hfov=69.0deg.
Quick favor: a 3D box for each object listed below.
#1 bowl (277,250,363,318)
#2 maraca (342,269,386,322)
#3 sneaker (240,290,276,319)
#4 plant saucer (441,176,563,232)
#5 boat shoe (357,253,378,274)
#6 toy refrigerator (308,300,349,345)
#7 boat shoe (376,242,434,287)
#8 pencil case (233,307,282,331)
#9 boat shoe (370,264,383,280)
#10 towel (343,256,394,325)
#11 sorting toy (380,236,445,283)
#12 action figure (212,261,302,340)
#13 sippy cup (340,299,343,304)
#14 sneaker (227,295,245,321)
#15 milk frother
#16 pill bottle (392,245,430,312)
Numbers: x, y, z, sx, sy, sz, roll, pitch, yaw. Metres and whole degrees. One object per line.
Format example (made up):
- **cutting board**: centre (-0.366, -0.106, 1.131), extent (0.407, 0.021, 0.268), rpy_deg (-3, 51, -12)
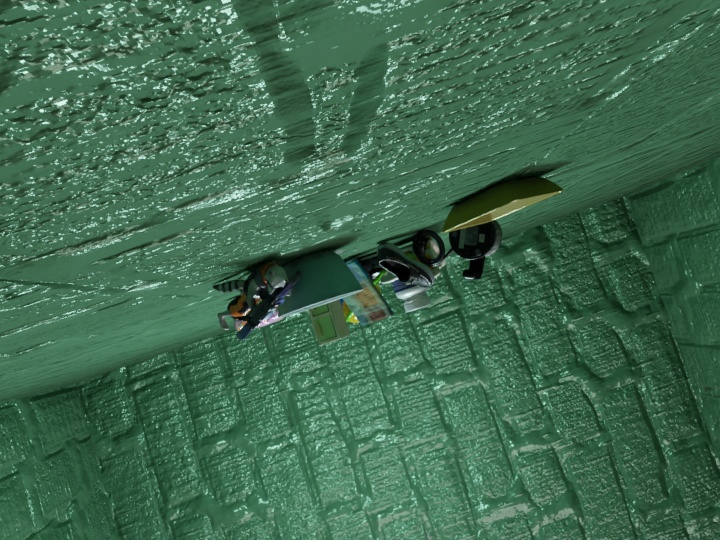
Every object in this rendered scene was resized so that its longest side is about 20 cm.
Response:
- **bowl**: centre (-0.102, 0.024, 1.155), extent (0.197, 0.107, 0.201), rpy_deg (-19, 175, -2)
- **maraca**: centre (0.016, 0.079, 1.617), extent (0.201, 0.106, 0.137), rpy_deg (-54, 176, 16)
- **sneaker**: centre (-0.229, 0.071, 1.306), extent (0.074, 0.092, 0.199), rpy_deg (-15, 175, -37)
- **plant saucer**: centre (0.293, -0.145, 1.105), extent (0.198, 0.049, 0.199), rpy_deg (-15, 175, -42)
- **boat shoe**: centre (0.000, 0.000, 1.570), extent (0.196, 0.067, 0.075), rpy_deg (-18, 176, -4)
- **toy refrigerator**: centre (-0.103, 0.099, 1.473), extent (0.075, 0.203, 0.070), rpy_deg (-19, 176, 25)
- **boat shoe**: centre (0.119, 0.002, 1.372), extent (0.069, 0.067, 0.199), rpy_deg (-26, 130, 37)
- **pencil case**: centre (-0.400, 0.179, 2.061), extent (0.197, 0.089, 0.087), rpy_deg (-19, 176, -9)
- **boat shoe**: centre (0.020, 0.046, 1.703), extent (0.199, 0.063, 0.074), rpy_deg (-33, 135, 29)
- **towel**: centre (-0.006, 0.063, 1.495), extent (0.146, 0.201, 0.022), rpy_deg (-23, -165, 48)
- **sorting toy**: centre (0.146, -0.013, 1.541), extent (0.178, 0.108, 0.200), rpy_deg (-27, -179, 16)
- **action figure**: centre (-0.214, 0.047, 1.013), extent (0.192, 0.105, 0.201), rpy_deg (-28, -164, 38)
- **sippy cup**: centre (-0.109, 0.086, 1.865), extent (0.129, 0.143, 0.176), rpy_deg (-8, 174, 39)
- **sneaker**: centre (-0.279, 0.093, 1.494), extent (0.197, 0.075, 0.087), rpy_deg (-19, 177, 3)
- **milk frother**: centre (0.264, -0.082, 1.418), extent (0.198, 0.183, 0.188), rpy_deg (26, -169, 18)
- **pill bottle**: centre (0.162, 0.029, 1.751), extent (0.118, 0.203, 0.120), rpy_deg (-17, 176, -1)
